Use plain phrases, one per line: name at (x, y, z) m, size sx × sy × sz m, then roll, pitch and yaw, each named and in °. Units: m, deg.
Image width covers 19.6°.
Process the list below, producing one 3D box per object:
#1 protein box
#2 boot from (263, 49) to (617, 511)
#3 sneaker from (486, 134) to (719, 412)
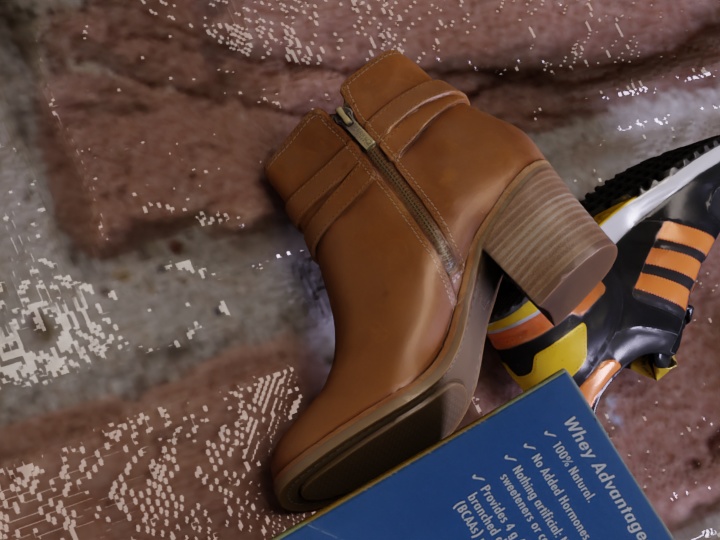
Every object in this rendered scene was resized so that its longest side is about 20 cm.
protein box at (0.037, 0.184, 0.863) m, size 0.200 × 0.135 × 0.199 m, roll -27°, pitch 81°, yaw -35°
boot at (0.000, 0.000, 0.967) m, size 0.200 × 0.077 × 0.155 m, roll -45°, pitch 67°, yaw -1°
sneaker at (0.141, 0.006, 1.057) m, size 0.200 × 0.070 × 0.090 m, roll -36°, pitch 102°, yaw -36°
